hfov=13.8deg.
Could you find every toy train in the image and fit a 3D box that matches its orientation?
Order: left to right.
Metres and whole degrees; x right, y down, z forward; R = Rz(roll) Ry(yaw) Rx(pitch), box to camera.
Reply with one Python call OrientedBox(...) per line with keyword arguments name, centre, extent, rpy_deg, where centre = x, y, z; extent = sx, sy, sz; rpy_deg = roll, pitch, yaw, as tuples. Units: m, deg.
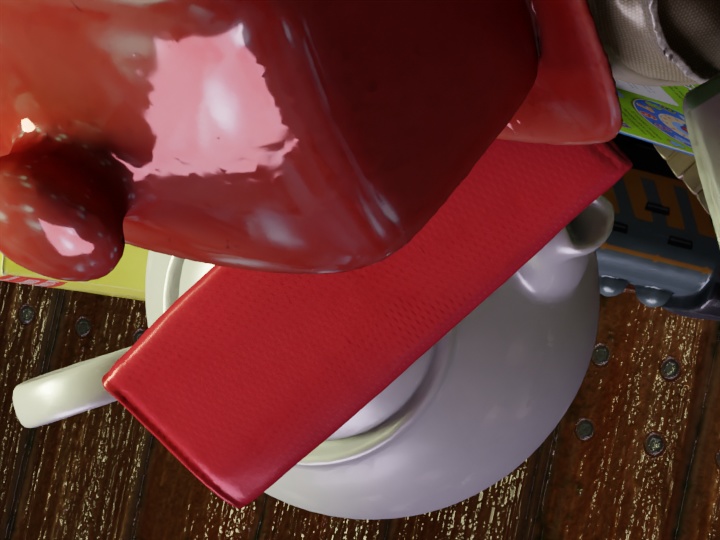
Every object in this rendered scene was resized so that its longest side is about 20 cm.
OrientedBox(name="toy train", centre=(0.122, -0.043, 1.275), extent=(0.200, 0.114, 0.085), rpy_deg=(13, 177, -23))

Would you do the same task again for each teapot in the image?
OrientedBox(name="teapot", centre=(-0.011, 0.013, 1.173), extent=(0.197, 0.200, 0.146), rpy_deg=(29, -164, 16))

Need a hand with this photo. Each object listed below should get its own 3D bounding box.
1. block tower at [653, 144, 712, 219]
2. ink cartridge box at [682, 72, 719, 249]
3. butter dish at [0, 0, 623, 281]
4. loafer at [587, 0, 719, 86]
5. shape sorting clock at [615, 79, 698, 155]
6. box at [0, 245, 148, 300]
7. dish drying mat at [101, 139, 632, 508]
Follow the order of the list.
OrientedBox(name="block tower", centre=(0.177, -0.013, 1.121), extent=(0.054, 0.058, 0.200), rpy_deg=(16, -145, -52))
OrientedBox(name="ink cartridge box", centre=(0.212, -0.026, 0.841), extent=(0.145, 0.088, 0.200), rpy_deg=(-32, 148, 35))
OrientedBox(name="butter dish", centre=(-0.055, -0.063, 0.785), extent=(0.199, 0.148, 0.200), rpy_deg=(11, 150, 26))
OrientedBox(name="loafer", centre=(0.129, -0.082, 0.875), extent=(0.068, 0.076, 0.200), rpy_deg=(4, 176, 37))
OrientedBox(name="shape sorting clock", centre=(0.096, -0.086, 1.042), extent=(0.200, 0.039, 0.200), rpy_deg=(28, 172, 5))
OrientedBox(name="box", centre=(-0.062, -0.007, 1.302), extent=(0.200, 0.050, 0.075), rpy_deg=(9, 176, -17))
OrientedBox(name="dish drying mat", centre=(0.000, 0.000, 1.081), extent=(0.077, 0.200, 0.018), rpy_deg=(46, -163, -7))
